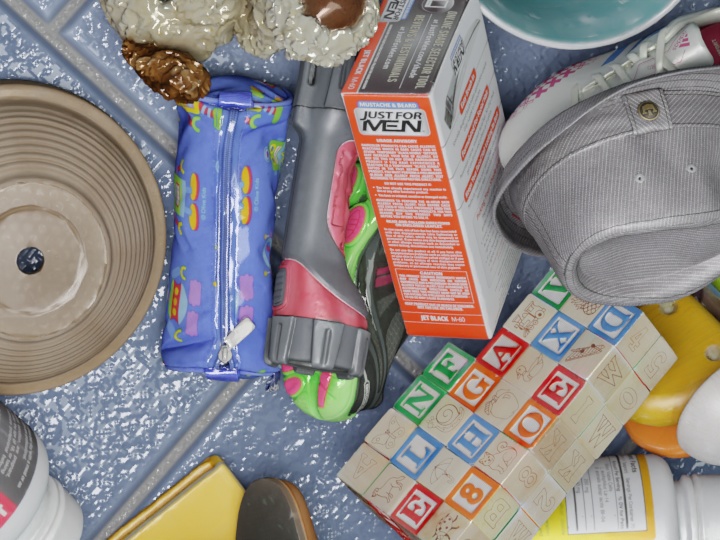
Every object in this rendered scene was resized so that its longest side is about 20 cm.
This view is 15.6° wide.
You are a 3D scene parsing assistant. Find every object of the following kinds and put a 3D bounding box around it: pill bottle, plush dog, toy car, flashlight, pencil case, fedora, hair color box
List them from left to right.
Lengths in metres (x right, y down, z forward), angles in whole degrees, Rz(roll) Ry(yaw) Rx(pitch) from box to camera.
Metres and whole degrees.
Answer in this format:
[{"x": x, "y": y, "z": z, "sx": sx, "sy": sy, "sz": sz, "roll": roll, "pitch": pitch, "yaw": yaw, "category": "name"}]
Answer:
[{"x": -0.264, "y": 0.118, "z": 1.633, "sx": 0.111, "sy": 0.111, "sz": 0.200, "roll": -46, "pitch": 125, "yaw": -4, "category": "pill bottle"}, {"x": -0.085, "y": -0.024, "z": 1.683, "sx": 0.078, "sy": 0.087, "sz": 0.201, "roll": 2, "pitch": 99, "yaw": -9, "category": "pencil case"}, {"x": -0.082, "y": -0.194, "z": 1.642, "sx": 0.171, "sy": 0.161, "sz": 0.201, "roll": -12, "pitch": 75, "yaw": 0, "category": "plush dog"}, {"x": -0.015, "y": -0.034, "z": 1.660, "sx": 0.068, "sy": 0.068, "sz": 0.201, "roll": 7, "pitch": 82, "yaw": 22, "category": "flashlight"}, {"x": 0.050, "y": -0.067, "z": 1.661, "sx": 0.064, "sy": 0.111, "sz": 0.201, "roll": 3, "pitch": 132, "yaw": 20, "category": "hair color box"}, {"x": 0.147, "y": 0.180, "z": 1.756, "sx": 0.199, "sy": 0.109, "sz": 0.110, "roll": -3, "pitch": 102, "yaw": 1, "category": "pill bottle"}, {"x": 0.185, "y": -0.040, "z": 1.631, "sx": 0.199, "sy": 0.091, "sz": 0.177, "roll": -8, "pitch": 147, "yaw": -23, "category": "fedora"}, {"x": 0.254, "y": 0.047, "z": 1.775, "sx": 0.200, "sy": 0.175, "sz": 0.150, "roll": -37, "pitch": 144, "yaw": -6, "category": "toy car"}]

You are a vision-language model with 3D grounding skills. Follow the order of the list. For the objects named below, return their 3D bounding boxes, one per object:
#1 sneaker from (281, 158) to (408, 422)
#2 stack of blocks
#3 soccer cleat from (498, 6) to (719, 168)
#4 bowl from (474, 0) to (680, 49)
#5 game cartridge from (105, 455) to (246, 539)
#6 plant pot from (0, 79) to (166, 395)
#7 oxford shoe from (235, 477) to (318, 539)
[{"x": 0.000, "y": 0.000, "z": 1.730, "sx": 0.084, "sy": 0.076, "sz": 0.201, "roll": 14, "pitch": 90, "yaw": -54, "category": "sneaker"}, {"x": 0.094, "y": 0.094, "z": 1.687, "sx": 0.200, "sy": 0.115, "sz": 0.059, "roll": -49, "pitch": 134, "yaw": -7, "category": "stack of blocks"}, {"x": 0.177, "y": -0.121, "z": 1.668, "sx": 0.199, "sy": 0.086, "sz": 0.070, "roll": -28, "pitch": 79, "yaw": -15, "category": "soccer cleat"}, {"x": 0.123, "y": -0.249, "z": 1.691, "sx": 0.199, "sy": 0.105, "sz": 0.202, "roll": -3, "pitch": 102, "yaw": -16, "category": "bowl"}, {"x": -0.106, "y": 0.253, "z": 1.762, "sx": 0.176, "sy": 0.032, "sz": 0.200, "roll": -38, "pitch": 111, "yaw": -7, "category": "game cartridge"}, {"x": -0.213, "y": -0.014, "z": 1.644, "sx": 0.200, "sy": 0.093, "sz": 0.202, "roll": -4, "pitch": 102, "yaw": -17, "category": "plant pot"}, {"x": -0.031, "y": 0.223, "z": 1.739, "sx": 0.071, "sy": 0.071, "sz": 0.201, "roll": -27, "pitch": 111, "yaw": -40, "category": "oxford shoe"}]
